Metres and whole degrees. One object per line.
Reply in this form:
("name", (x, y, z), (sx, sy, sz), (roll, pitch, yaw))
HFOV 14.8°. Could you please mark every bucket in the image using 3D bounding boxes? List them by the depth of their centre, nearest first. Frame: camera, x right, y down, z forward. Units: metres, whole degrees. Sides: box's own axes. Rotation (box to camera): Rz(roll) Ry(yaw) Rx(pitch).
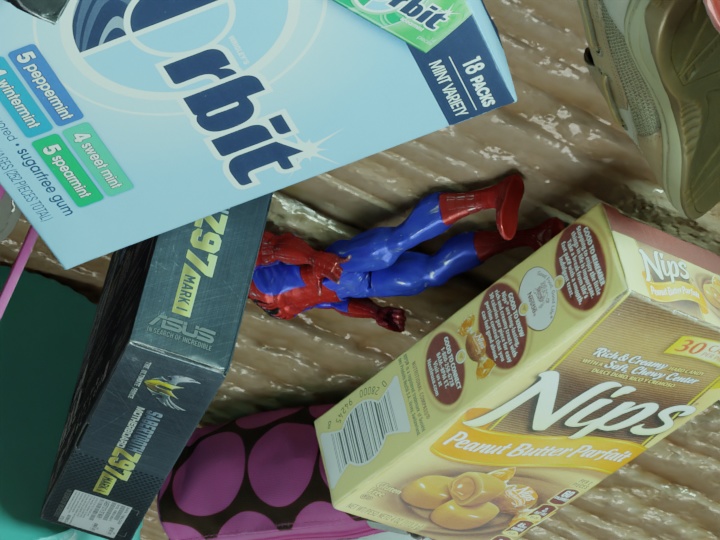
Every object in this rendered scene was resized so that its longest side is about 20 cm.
("bucket", (-0.203, 0.105, 1.445), (0.206, 0.208, 0.135), (14, 139, -2))

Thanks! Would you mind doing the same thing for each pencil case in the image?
("pencil case", (-0.018, 0.117, 1.491), (0.199, 0.094, 0.091), (-12, 140, 36))

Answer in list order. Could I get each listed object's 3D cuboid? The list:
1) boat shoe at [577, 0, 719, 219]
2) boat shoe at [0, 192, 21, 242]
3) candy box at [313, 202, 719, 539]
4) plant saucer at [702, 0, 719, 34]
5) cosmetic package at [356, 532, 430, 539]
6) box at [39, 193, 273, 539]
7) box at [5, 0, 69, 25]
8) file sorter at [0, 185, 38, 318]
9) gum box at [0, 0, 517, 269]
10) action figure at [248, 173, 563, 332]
("boat shoe", (0.130, -0.089, 1.146), (0.064, 0.071, 0.200), (39, 168, 25))
("boat shoe", (-0.252, -0.071, 1.331), (0.199, 0.073, 0.063), (26, -170, -30))
("candy box", (0.087, 0.056, 1.319), (0.115, 0.056, 0.200), (20, 134, -41))
("plant saucer", (0.183, -0.185, 0.942), (0.198, 0.037, 0.201), (-9, 123, 31))
("cosmetic package", (-0.004, 0.224, 1.679), (0.101, 0.074, 0.200), (13, 150, -1))
("box", (-0.091, 0.017, 1.296), (0.051, 0.159, 0.200), (18, 148, -10))
("box", (-0.142, -0.216, 0.921), (0.198, 0.201, 0.050), (27, -175, -24))
("file sorter", (-0.237, -0.054, 1.210), (0.199, 0.126, 0.139), (23, -173, -17))
("gum box", (-0.059, -0.092, 1.057), (0.199, 0.045, 0.170), (-20, 143, 8))
("action figure", (0.000, 0.000, 1.346), (0.199, 0.052, 0.065), (-10, 147, 36))
